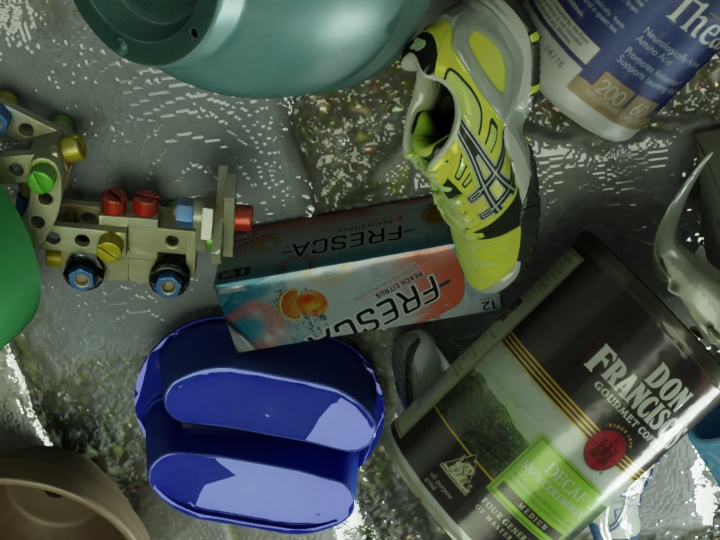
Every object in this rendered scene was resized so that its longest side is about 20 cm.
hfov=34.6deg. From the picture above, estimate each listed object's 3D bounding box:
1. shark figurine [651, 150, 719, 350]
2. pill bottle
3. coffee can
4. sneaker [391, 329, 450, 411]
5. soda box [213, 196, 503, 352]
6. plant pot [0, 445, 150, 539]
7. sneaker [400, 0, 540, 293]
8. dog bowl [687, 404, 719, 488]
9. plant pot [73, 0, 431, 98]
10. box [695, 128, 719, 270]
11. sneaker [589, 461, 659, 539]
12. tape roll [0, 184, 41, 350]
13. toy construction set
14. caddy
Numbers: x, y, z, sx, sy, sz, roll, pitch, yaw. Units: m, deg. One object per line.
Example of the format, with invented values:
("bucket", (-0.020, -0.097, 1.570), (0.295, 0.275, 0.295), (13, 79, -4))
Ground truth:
("shark figurine", (0.246, 0.020, 0.703), (0.089, 0.128, 0.215), (-43, 98, 3))
("pill bottle", (0.182, -0.180, 0.661), (0.110, 0.112, 0.200), (32, 121, -18))
("coffee can", (0.133, 0.095, 0.791), (0.200, 0.147, 0.146), (-45, 114, 7))
("sneaker", (0.083, 0.115, 0.912), (0.086, 0.075, 0.201), (-24, 128, 5))
("soda box", (0.000, 0.000, 0.823), (0.197, 0.069, 0.064), (-10, 124, 9))
("plant pot", (-0.269, 0.215, 0.976), (0.198, 0.093, 0.203), (1, 126, 2))
("sneaker", (0.060, -0.068, 0.694), (0.076, 0.075, 0.202), (-25, 129, -21))
("dog bowl", (0.324, 0.083, 0.847), (0.050, 0.112, 0.200), (42, 118, -9))
("plant pot", (-0.073, -0.179, 0.607), (0.199, 0.134, 0.203), (16, 119, 31))
("box", (0.332, -0.032, 0.760), (0.197, 0.110, 0.129), (-10, 126, 10))
("sneaker", (0.213, 0.145, 0.913), (0.087, 0.076, 0.202), (-12, 125, 11))
("tape roll", (-0.311, -0.022, 0.788), (0.199, 0.048, 0.202), (20, 134, 22))
("toy construction set", (-0.166, -0.045, 0.795), (0.198, 0.092, 0.132), (13, 126, 7))
("caddy", (-0.076, 0.114, 0.889), (0.198, 0.105, 0.143), (12, 109, -10))
